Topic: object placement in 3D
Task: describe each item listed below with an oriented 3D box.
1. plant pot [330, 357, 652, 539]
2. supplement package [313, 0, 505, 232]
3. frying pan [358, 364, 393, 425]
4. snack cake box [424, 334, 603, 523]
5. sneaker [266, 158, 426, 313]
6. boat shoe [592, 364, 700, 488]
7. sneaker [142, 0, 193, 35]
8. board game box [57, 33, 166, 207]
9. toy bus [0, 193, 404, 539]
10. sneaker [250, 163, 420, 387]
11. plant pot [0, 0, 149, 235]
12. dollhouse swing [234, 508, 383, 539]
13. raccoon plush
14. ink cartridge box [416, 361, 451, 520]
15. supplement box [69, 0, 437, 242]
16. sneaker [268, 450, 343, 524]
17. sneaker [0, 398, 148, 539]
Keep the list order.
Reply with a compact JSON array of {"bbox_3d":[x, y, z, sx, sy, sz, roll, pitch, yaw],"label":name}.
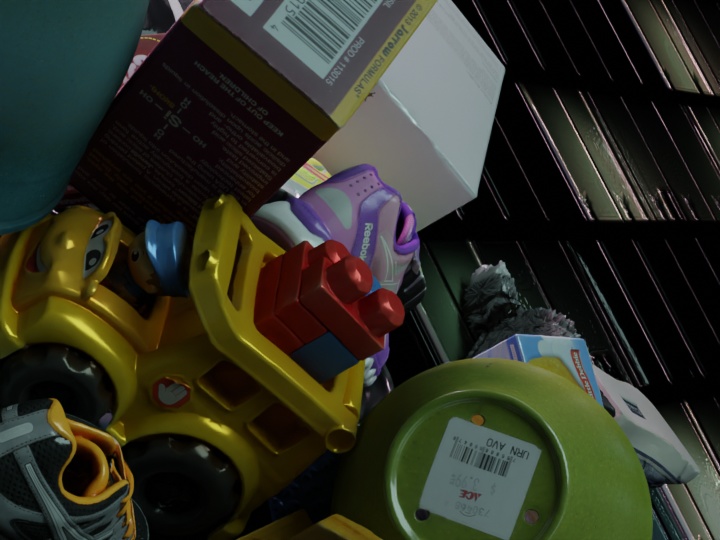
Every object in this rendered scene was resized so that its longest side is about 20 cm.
[{"bbox_3d":[0.065,0.123,1.136,0.200,0.187,0.187,64,0,-76],"label":"plant pot"},{"bbox_3d":[0.015,-0.116,1.543,0.121,0.120,0.200,50,27,-19],"label":"supplement package"},{"bbox_3d":[0.000,0.067,1.383,0.190,0.031,0.115,16,37,-40],"label":"frying pan"},{"bbox_3d":[0.103,0.152,1.302,0.067,0.115,0.200,5,62,-44],"label":"snack cake box"},{"bbox_3d":[-0.028,-0.035,1.434,0.200,0.078,0.090,38,25,-37],"label":"sneaker"},{"bbox_3d":[0.163,0.128,1.475,0.200,0.093,0.075,34,20,-56],"label":"boat shoe"},{"bbox_3d":[-0.140,-0.102,1.337,0.112,0.073,0.200,19,48,-32],"label":"sneaker"},{"bbox_3d":[-0.139,-0.093,1.274,0.200,0.019,0.103,-9,68,-35],"label":"board game box"},{"bbox_3d":[-0.081,0.028,1.146,0.200,0.192,0.136,42,32,-25],"label":"toy bus"},{"bbox_3d":[0.000,0.000,1.283,0.080,0.088,0.200,45,-12,24],"label":"sneaker"},{"bbox_3d":[-0.195,-0.153,1.097,0.200,0.188,0.200,27,35,-21],"label":"plant pot"},{"bbox_3d":[0.011,0.214,1.117,0.200,0.176,0.182,60,27,7],"label":"dollhouse swing"},{"bbox_3d":[0.149,0.086,1.594,0.134,0.097,0.200,52,26,-28],"label":"raccoon plush"},{"bbox_3d":[0.079,0.179,1.415,0.176,0.045,0.200,51,28,-12],"label":"ink cartridge box"},{"bbox_3d":[-0.064,-0.106,1.184,0.103,0.200,0.131,40,52,-8],"label":"supplement box"},{"bbox_3d":[0.005,0.173,1.281,0.078,0.070,0.200,12,54,-66],"label":"sneaker"},{"bbox_3d":[-0.143,0.113,1.044,0.078,0.077,0.200,67,9,21],"label":"sneaker"}]
